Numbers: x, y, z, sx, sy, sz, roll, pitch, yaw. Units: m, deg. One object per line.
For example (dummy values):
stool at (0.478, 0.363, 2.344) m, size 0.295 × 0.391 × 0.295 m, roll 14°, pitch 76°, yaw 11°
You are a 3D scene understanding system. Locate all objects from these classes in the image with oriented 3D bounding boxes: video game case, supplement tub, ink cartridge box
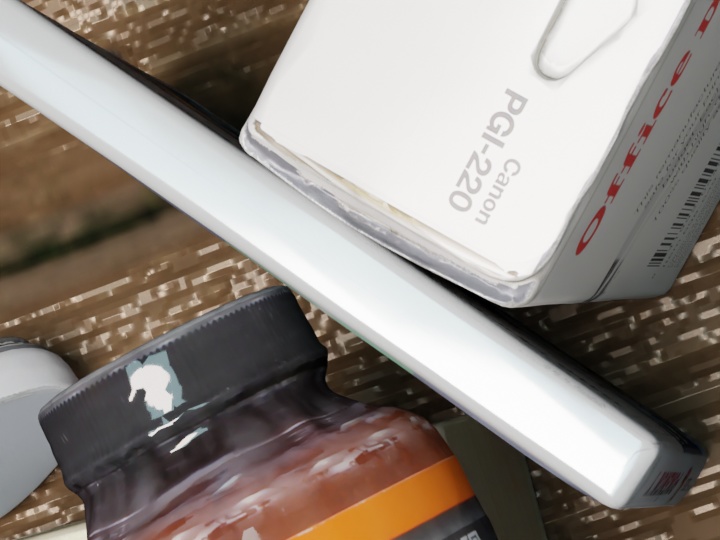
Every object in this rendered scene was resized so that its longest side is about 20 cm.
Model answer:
video game case at (0.000, 0.000, 0.751) m, size 0.200 × 0.182 × 0.023 m, roll 34°, pitch 92°, yaw 11°
supplement tub at (-0.003, 0.107, 0.686) m, size 0.107 × 0.107 × 0.201 m, roll -28°, pitch 84°, yaw 13°
ink cartridge box at (0.061, -0.071, 0.725) m, size 0.085 × 0.200 × 0.146 m, roll 30°, pitch 98°, yaw 12°

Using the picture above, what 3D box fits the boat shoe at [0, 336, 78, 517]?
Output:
boat shoe at (-0.175, 0.067, 0.862) m, size 0.200 × 0.070 × 0.066 m, roll -34°, pitch 60°, yaw 17°

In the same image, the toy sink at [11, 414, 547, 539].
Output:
toy sink at (-0.043, 0.127, 0.801) m, size 0.199 × 0.112 × 0.131 m, roll -15°, pitch 87°, yaw 14°
